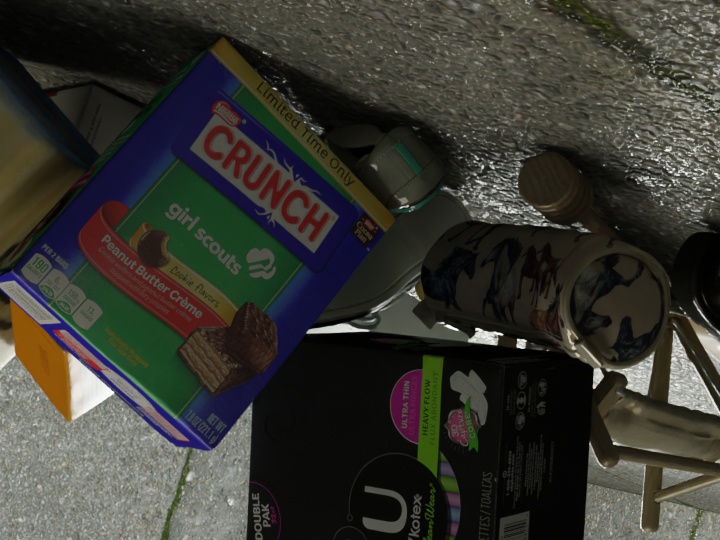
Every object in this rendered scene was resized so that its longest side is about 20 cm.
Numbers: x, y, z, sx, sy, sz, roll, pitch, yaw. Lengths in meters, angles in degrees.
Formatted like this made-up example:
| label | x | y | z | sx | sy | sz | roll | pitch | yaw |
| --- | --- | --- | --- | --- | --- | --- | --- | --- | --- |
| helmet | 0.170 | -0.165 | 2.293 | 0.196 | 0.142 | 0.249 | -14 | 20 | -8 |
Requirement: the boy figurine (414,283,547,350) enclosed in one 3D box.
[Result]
| label | x | y | z | sx | sy | sz | roll | pitch | yaw |
| --- | --- | --- | --- | --- | --- | --- | --- | --- | --- |
| boy figurine | 0.115 | 0.026 | 1.303 | 0.200 | 0.065 | 0.124 | 26 | 168 | -37 |

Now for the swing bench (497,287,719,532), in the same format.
| label | x | y | z | sx | sy | sz | roll | pitch | yaw |
| --- | --- | --- | --- | --- | --- | --- | --- | --- | --- |
| swing bench | 0.189 | 0.078 | 1.082 | 0.199 | 0.200 | 0.130 | 14 | 149 | -39 |

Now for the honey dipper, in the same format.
| label | x | y | z | sx | sy | sz | roll | pitch | yaw |
| --- | --- | --- | --- | --- | --- | --- | --- | --- | --- |
| honey dipper | 0.156 | -0.035 | 0.981 | 0.038 | 0.038 | 0.200 | 13 | 173 | 27 |

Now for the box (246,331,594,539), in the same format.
| label | x | y | z | sx | sy | sz | roll | pitch | yaw |
| --- | --- | --- | --- | --- | --- | --- | --- | --- | --- |
| box | 0.038 | 0.121 | 0.964 | 0.200 | 0.149 | 0.124 | 5 | -178 | 37 |

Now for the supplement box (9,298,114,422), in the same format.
| label | x | y | z | sx | sy | sz | roll | pitch | yaw |
| --- | --- | --- | --- | --- | --- | --- | --- | --- | --- |
| supplement box | -0.144 | 0.004 | 1.007 | 0.074 | 0.200 | 0.126 | 49 | 155 | 16 |

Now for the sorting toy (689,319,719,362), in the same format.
| label | x | y | z | sx | sy | sz | roll | pitch | yaw |
| --- | --- | --- | --- | --- | --- | --- | --- | --- | --- |
| sorting toy | 0.391 | 0.081 | 1.226 | 0.185 | 0.037 | 0.200 | 11 | 164 | 34 |

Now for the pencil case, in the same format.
| label | x | y | z | sx | sy | sz | roll | pitch | yaw |
| --- | --- | --- | --- | --- | --- | --- | --- | --- | --- |
| pencil case | 0.116 | 0.015 | 0.941 | 0.078 | 0.090 | 0.200 | 38 | 169 | -25 |

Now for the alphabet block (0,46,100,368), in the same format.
| label | x | y | z | sx | sy | sz | roll | pitch | yaw |
| --- | --- | --- | --- | --- | --- | --- | --- | --- | --- |
| alphabet block | -0.297 | -0.053 | 0.986 | 0.195 | 0.200 | 0.196 | 48 | 180 | 20 |

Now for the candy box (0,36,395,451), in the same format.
| label | x | y | z | sx | sy | sz | roll | pitch | yaw |
| --- | --- | --- | --- | --- | --- | --- | --- | --- | --- |
| candy box | -0.101 | -0.015 | 0.908 | 0.169 | 0.200 | 0.077 | 45 | 159 | -18 |

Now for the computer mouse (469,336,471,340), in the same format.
| label | x | y | z | sx | sy | sz | roll | pitch | yaw |
| --- | --- | --- | --- | --- | --- | --- | --- | --- | --- |
| computer mouse | 0.087 | 0.054 | 1.355 | 0.059 | 0.034 | 0.200 | 42 | -158 | -10 |

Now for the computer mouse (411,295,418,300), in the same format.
| label | x | y | z | sx | sy | sz | roll | pitch | yaw |
| --- | --- | --- | --- | --- | --- | --- | --- | --- | --- |
| computer mouse | -0.020 | -0.007 | 1.333 | 0.140 | 0.046 | 0.200 | 4 | 160 | 13 |

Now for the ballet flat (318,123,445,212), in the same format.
| label | x | y | z | sx | sy | sz | roll | pitch | yaw |
| --- | --- | --- | --- | --- | --- | --- | --- | --- | --- |
| ballet flat | -0.010 | -0.073 | 1.017 | 0.064 | 0.067 | 0.200 | 50 | 158 | -18 |

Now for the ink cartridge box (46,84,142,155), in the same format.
| label | x | y | z | sx | sy | sz | roll | pitch | yaw |
| --- | --- | --- | --- | --- | --- | --- | --- | --- | --- |
| ink cartridge box | -0.181 | -0.074 | 1.200 | 0.200 | 0.083 | 0.147 | 24 | 168 | -34 |

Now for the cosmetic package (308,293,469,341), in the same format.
| label | x | y | z | sx | sy | sz | roll | pitch | yaw |
| --- | --- | --- | --- | --- | --- | --- | --- | --- | --- |
| cosmetic package | -0.032 | 0.043 | 1.205 | 0.200 | 0.052 | 0.151 | 4 | 163 | 36 |

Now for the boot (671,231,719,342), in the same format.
| label | x | y | z | sx | sy | sz | roll | pitch | yaw |
| --- | --- | --- | --- | --- | --- | --- | --- | --- | --- |
| boot | 0.324 | 0.039 | 0.952 | 0.211 | 0.080 | 0.158 | 25 | 168 | -36 |

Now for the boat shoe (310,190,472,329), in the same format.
| label | x | y | z | sx | sy | sz | roll | pitch | yaw |
| --- | --- | --- | --- | --- | --- | --- | --- | --- | --- |
| boat shoe | 0.000 | 0.000 | 1.049 | 0.075 | 0.200 | 0.062 | 46 | 139 | 11 |
